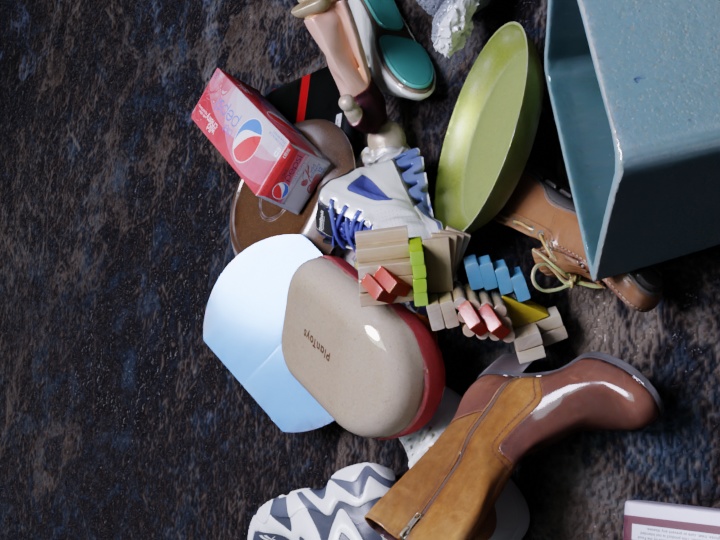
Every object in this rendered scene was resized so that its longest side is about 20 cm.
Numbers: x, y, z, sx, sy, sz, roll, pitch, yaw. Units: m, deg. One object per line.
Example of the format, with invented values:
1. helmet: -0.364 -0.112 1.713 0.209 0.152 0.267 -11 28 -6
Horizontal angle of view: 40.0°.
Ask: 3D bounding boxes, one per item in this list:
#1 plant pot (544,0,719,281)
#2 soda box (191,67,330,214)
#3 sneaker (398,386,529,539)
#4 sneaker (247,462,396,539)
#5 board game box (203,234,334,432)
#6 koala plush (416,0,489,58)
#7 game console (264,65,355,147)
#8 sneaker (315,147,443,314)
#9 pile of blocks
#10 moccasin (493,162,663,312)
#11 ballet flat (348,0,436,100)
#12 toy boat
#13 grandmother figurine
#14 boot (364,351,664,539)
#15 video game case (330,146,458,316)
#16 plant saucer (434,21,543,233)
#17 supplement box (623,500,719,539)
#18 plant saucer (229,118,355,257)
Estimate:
1. plant pot: 0.246 -0.131 0.691 0.196 0.196 0.200 -9 68 4
2. soda box: -0.114 -0.145 1.082 0.071 0.063 0.200 -56 43 13
3. sneaker: 0.069 0.161 0.892 0.200 0.084 0.074 48 115 44
4. sneaker: -0.037 0.285 0.973 0.197 0.079 0.131 -28 51 27
5. board game box: -0.066 0.063 1.037 0.200 0.039 0.158 45 100 14
6. koala plush: 0.109 -0.319 0.929 0.200 0.181 0.180 -49 48 42
7. game console: -0.067 -0.134 1.144 0.175 0.031 0.204 -11 66 44
8. sneaker: 0.016 -0.034 0.937 0.201 0.113 0.081 -101 4 -48
9. pile of blocks: 0.085 0.017 0.814 0.062 0.197 0.083 -88 16 -73
10. moccasin: 0.175 -0.021 0.833 0.201 0.073 0.079 44 114 44
11. ballet flat: 0.028 -0.234 1.064 0.069 0.069 0.202 -45 47 29
12. toy boat: 0.018 0.069 0.930 0.200 0.129 0.133 38 124 50
13. grandmother figurine: -0.002 -0.184 0.995 0.060 0.202 0.122 -15 29 26
14. boot: 0.117 0.146 0.770 0.187 0.069 0.200 8 42 47
15. video game case: 0.000 0.000 1.053 0.183 0.023 0.201 -51 48 25
16. plant saucer: 0.119 -0.122 0.901 0.200 0.031 0.203 -163 89 -77
17. supplement box: 0.242 0.271 0.695 0.108 0.060 0.204 -5 75 47
18. plant saucer: -0.085 -0.077 1.094 0.198 0.032 0.204 -20 61 41
